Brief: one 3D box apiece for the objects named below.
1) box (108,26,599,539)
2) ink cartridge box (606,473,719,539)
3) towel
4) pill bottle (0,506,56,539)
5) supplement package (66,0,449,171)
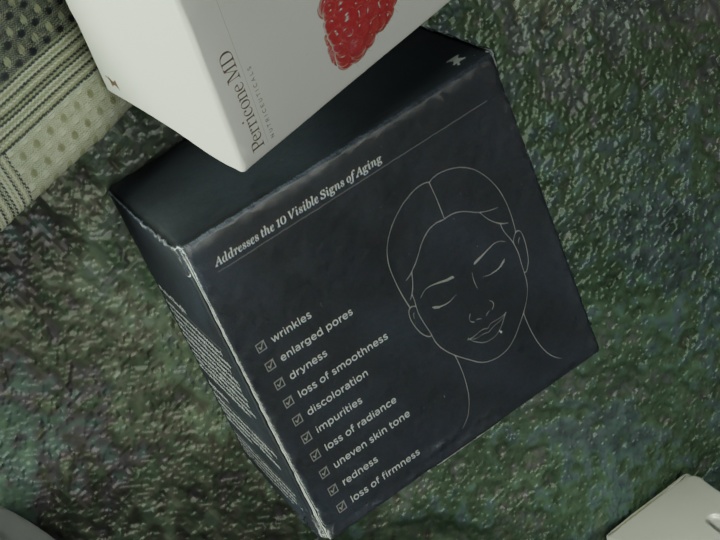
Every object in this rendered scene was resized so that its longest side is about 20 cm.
[{"bbox_3d":[0.000,0.000,0.852,0.199,0.124,0.198,-32,121,-15],"label":"box"},{"bbox_3d":[0.269,0.264,1.075,0.084,0.145,0.201,-33,119,-13],"label":"ink cartridge box"},{"bbox_3d":[-0.211,-0.103,0.725,0.200,0.034,0.194,-49,123,-33],"label":"towel"},{"bbox_3d":[-0.228,0.231,0.814,0.109,0.109,0.201,39,86,-32],"label":"pill bottle"},{"bbox_3d":[-0.037,-0.169,0.743,0.200,0.119,0.122,-42,139,-20],"label":"supplement package"}]
